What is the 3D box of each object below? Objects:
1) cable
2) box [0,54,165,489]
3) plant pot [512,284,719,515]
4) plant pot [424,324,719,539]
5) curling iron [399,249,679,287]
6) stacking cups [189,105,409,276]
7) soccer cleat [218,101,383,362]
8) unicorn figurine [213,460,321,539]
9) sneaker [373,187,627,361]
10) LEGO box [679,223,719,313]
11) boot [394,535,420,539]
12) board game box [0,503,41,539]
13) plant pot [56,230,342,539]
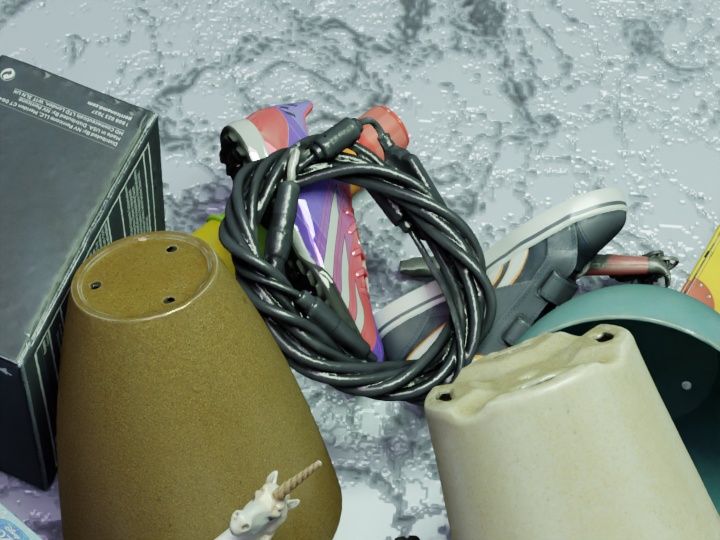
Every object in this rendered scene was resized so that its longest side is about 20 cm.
[{"bbox_3d":[0.000,0.000,1.465,0.162,0.051,0.201,-23,79,-29],"label":"cable"},{"bbox_3d":[-0.223,0.003,1.474,0.122,0.201,0.200,20,62,8],"label":"box"},{"bbox_3d":[0.184,0.090,1.468,0.198,0.202,0.135,16,28,6],"label":"plant pot"},{"bbox_3d":[0.128,0.140,1.338,0.199,0.200,0.185,-21,99,-13],"label":"plant pot"},{"bbox_3d":[0.126,0.002,1.581,0.198,0.050,0.026,0,60,4],"label":"curling iron"},{"bbox_3d":[-0.051,-0.050,1.595,0.060,0.061,0.200,41,64,18],"label":"stacking cups"},{"bbox_3d":[-0.024,-0.022,1.529,0.073,0.068,0.201,-26,84,-21],"label":"soccer cleat"},{"bbox_3d":[-0.093,0.209,1.329,0.137,0.202,0.074,-21,32,-31],"label":"unicorn figurine"},{"bbox_3d":[0.107,0.021,1.524,0.199,0.078,0.080,-32,73,18],"label":"sneaker"},{"bbox_3d":[0.322,0.000,1.566,0.148,0.077,0.201,29,65,13],"label":"LEGO box"},{"bbox_3d":[-0.014,0.272,1.406,0.209,0.080,0.159,-21,65,-13],"label":"boot"},{"bbox_3d":[-0.203,0.251,1.322,0.198,0.201,0.043,35,38,31],"label":"board game box"},{"bbox_3d":[-0.118,0.082,1.402,0.184,0.201,0.187,-7,35,5],"label":"plant pot"}]
